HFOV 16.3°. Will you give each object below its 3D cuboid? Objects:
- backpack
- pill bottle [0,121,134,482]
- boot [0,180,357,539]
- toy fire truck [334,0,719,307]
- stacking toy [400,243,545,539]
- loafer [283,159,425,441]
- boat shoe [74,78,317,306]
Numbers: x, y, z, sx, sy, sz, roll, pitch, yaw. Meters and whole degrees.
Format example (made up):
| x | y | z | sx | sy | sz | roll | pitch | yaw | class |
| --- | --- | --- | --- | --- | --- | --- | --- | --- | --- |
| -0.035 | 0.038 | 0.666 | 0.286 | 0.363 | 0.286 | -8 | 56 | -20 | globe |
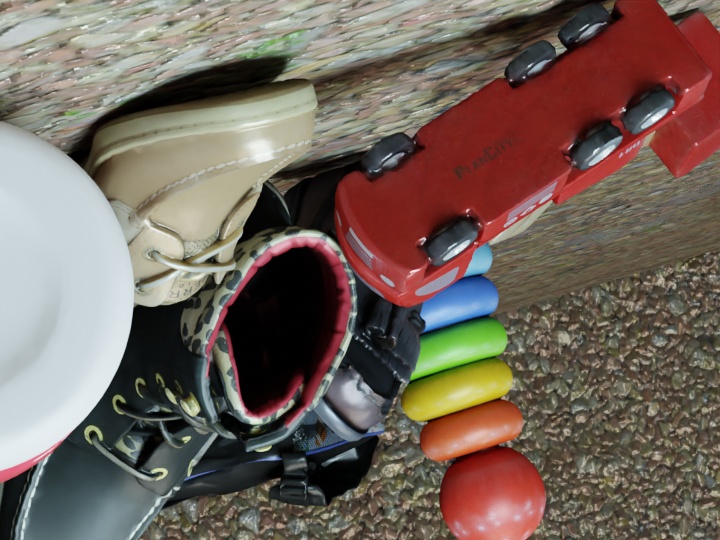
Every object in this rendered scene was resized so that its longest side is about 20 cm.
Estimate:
| x | y | z | sx | sy | sz | roll | pitch | yaw | class |
| --- | --- | --- | --- | --- | --- | --- | --- | --- | --- |
| -0.082 | 0.094 | 1.742 | 0.200 | 0.154 | 0.190 | -10 | 173 | 30 | backpack |
| -0.140 | 0.018 | 0.854 | 0.112 | 0.112 | 0.200 | -15 | 176 | -12 | pill bottle |
| -0.078 | 0.056 | 1.004 | 0.073 | 0.204 | 0.154 | 30 | 180 | -18 | boot |
| 0.076 | -0.046 | 0.972 | 0.200 | 0.049 | 0.141 | -34 | 168 | -12 | toy fire truck |
| 0.043 | 0.046 | 1.280 | 0.085 | 0.200 | 0.085 | -16 | 176 | -1 | stacking toy |
| 0.000 | 0.000 | 1.119 | 0.063 | 0.072 | 0.200 | -34 | -157 | 15 | loafer |
| -0.068 | -0.022 | 0.923 | 0.071 | 0.065 | 0.200 | -13 | 175 | -29 | boat shoe |
